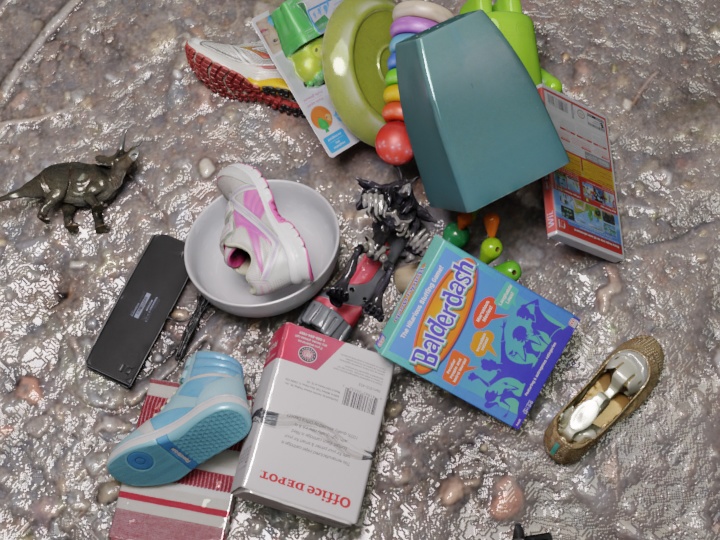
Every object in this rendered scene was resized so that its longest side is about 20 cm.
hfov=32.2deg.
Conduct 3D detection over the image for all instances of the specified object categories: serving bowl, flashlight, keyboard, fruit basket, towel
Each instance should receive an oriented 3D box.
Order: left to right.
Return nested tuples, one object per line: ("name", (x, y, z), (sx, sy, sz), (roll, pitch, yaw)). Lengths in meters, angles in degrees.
("keyboard", (-0.253, 0.057, 1.581), (0.125, 0.021, 0.202), (21, 73, 16))
("towel", (-0.213, 0.239, 1.511), (0.141, 0.023, 0.203), (9, 69, 9))
("serving bowl", (-0.118, -0.017, 1.564), (0.196, 0.066, 0.203), (-5, 52, 6))
("fruit basket", (-0.025, -0.271, 1.613), (0.184, 0.094, 0.201), (-33, 88, -35))
("flashlight", (0.000, 0.000, 1.563), (0.067, 0.068, 0.202), (26, 74, 21))

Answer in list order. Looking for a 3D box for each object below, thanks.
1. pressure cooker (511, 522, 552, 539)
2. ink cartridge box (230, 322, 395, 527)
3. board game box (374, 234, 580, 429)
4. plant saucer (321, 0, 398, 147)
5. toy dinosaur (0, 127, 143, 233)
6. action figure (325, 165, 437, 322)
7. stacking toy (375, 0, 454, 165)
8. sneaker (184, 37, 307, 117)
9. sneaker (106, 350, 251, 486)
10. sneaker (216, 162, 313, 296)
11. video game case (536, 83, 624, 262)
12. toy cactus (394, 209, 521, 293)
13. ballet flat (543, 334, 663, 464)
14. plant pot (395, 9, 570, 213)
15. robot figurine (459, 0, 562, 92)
("pressure cooker", (0.160, 0.381, 1.358), (0.196, 0.179, 0.179), (-8, 100, 0))
("ink cartridge box", (-0.056, 0.184, 1.466), (0.143, 0.084, 0.203), (19, 70, -13))
("board game box", (0.138, 0.074, 1.471), (0.198, 0.045, 0.154), (28, 94, -14))
("plant saucer", (0.032, -0.259, 1.602), (0.031, 0.199, 0.203), (-8, 61, 46))
("toy dinosaur", (-0.372, -0.106, 1.630), (0.196, 0.077, 0.104), (-10, 57, 5))
("action figure", (0.034, -0.044, 1.498), (0.118, 0.102, 0.203), (28, 70, -16))
("stacking toy", (0.062, -0.228, 1.559), (0.084, 0.085, 0.203), (11, 81, 7))
("sneaker", (-0.140, -0.272, 1.673), (0.197, 0.078, 0.083), (18, 67, -1))
("sneaker", (-0.214, 0.171, 1.496), (0.198, 0.080, 0.132), (-25, 38, 16))
("sneaker", (-0.135, -0.050, 1.498), (0.087, 0.082, 0.201), (-26, 52, -12))
("video game case", (0.274, -0.121, 1.567), (0.017, 0.142, 0.203), (-22, 62, 41))
("toy cactus", (0.125, 0.000, 1.547), (0.162, 0.102, 0.204), (-6, 94, 26))
("ballet flat", (0.297, 0.150, 1.491), (0.070, 0.065, 0.200), (39, 76, 16))
("plant pot", (0.127, -0.193, 1.468), (0.140, 0.141, 0.203), (-25, 102, -12))
("robot figurine", (0.175, -0.254, 1.611), (0.173, 0.115, 0.204), (-3, 81, -22))
